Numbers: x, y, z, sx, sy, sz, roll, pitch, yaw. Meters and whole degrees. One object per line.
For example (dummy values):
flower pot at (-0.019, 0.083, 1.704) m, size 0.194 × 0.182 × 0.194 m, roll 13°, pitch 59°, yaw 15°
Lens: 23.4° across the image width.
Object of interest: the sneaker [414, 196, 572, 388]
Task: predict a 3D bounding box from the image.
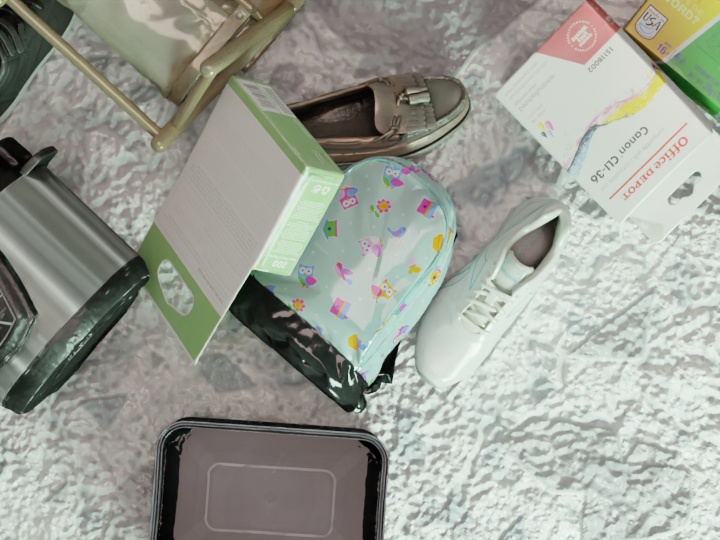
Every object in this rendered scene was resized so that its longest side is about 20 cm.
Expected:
sneaker at (0.114, 0.015, 1.517) m, size 0.070 × 0.080 × 0.201 m, roll 37°, pitch 88°, yaw -2°

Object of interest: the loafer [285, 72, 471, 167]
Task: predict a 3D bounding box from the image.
loafer at (0.001, -0.131, 1.519) m, size 0.198 × 0.063 × 0.073 m, roll -16°, pitch 63°, yaw -2°

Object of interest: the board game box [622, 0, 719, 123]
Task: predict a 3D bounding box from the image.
board game box at (0.350, -0.242, 1.558) m, size 0.153 × 0.040 × 0.201 m, roll 38°, pitch 86°, yaw 0°

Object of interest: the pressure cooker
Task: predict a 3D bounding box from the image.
pressure cooker at (-0.300, -0.001, 1.455) m, size 0.200 × 0.179 × 0.176 m, roll 44°, pitch 64°, yaw 0°

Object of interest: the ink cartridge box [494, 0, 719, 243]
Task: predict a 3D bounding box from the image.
ink cartridge box at (0.228, -0.126, 1.519) m, size 0.200 × 0.067 × 0.117 m, roll 45°, pitch 105°, yaw 0°

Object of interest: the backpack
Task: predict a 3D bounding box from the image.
backpack at (0.000, 0.000, 1.489) m, size 0.167 × 0.127 × 0.200 m, roll 40°, pitch 85°, yaw 2°

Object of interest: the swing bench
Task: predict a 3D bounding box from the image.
swing bench at (-0.167, -0.248, 1.478) m, size 0.199 × 0.130 × 0.200 m, roll 42°, pitch 48°, yaw -2°

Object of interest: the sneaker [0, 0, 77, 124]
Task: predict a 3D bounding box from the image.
sneaker at (-0.298, -0.216, 1.501) m, size 0.070 × 0.099 × 0.202 m, roll 28°, pitch 85°, yaw 1°

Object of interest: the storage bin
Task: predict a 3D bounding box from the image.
storage bin at (-0.078, 0.201, 1.493) m, size 0.197 × 0.094 × 0.137 m, roll 4°, pitch 87°, yaw -1°

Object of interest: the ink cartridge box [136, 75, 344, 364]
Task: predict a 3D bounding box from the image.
ink cartridge box at (-0.108, -0.041, 1.459) m, size 0.048 × 0.146 × 0.201 m, roll 10°, pitch 119°, yaw -41°
